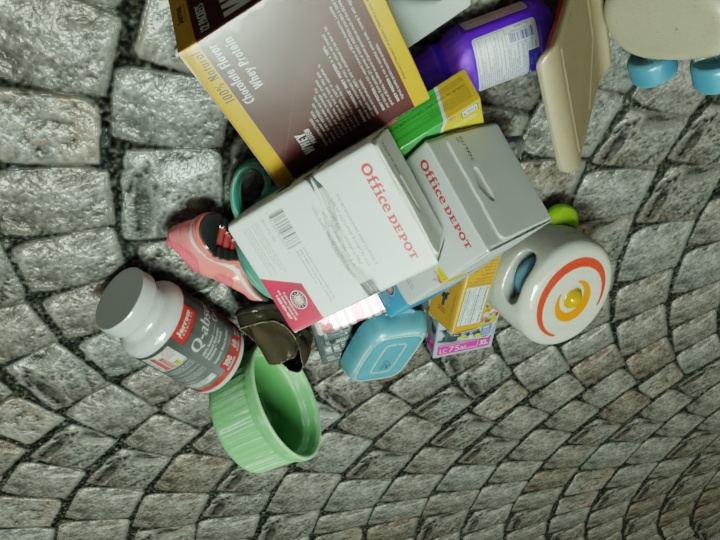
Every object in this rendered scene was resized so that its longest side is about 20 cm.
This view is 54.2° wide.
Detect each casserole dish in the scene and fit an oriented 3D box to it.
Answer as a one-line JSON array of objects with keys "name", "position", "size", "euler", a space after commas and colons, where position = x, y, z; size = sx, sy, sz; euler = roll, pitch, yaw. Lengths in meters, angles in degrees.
[{"name": "casserole dish", "position": [0.040, 0.128, 1.140], "size": [0.119, 0.039, 0.201], "euler": [-4, 148, -23]}]

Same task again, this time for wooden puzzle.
[{"name": "wooden puzzle", "position": [0.262, -0.255, 0.869], "size": [0.037, 0.202, 0.186], "euler": [9, 148, 32]}]

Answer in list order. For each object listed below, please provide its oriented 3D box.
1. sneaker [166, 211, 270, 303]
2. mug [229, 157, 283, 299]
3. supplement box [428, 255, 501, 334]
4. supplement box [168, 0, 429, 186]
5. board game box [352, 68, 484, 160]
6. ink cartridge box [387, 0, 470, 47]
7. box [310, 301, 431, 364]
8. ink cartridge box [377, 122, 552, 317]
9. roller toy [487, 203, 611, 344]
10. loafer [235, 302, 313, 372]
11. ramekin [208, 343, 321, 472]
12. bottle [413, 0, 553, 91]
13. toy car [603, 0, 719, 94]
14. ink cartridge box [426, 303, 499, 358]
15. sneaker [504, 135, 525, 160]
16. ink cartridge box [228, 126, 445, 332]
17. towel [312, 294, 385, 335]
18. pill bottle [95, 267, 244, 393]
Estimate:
[{"name": "sneaker", "position": [-0.192, -0.017, 0.987], "size": [0.085, 0.075, 0.200], "euler": [-5, 150, 26]}, {"name": "mug", "position": [-0.101, -0.043, 0.940], "size": [0.114, 0.187, 0.152], "euler": [-36, 159, 17]}, {"name": "supplement box", "position": [0.167, -0.005, 1.090], "size": [0.068, 0.067, 0.203], "euler": [-5, 122, -34]}, {"name": "supplement box", "position": [-0.065, -0.240, 0.758], "size": [0.198, 0.134, 0.198], "euler": [-29, 136, 8]}, {"name": "board game box", "position": [0.081, -0.163, 0.881], "size": [0.152, 0.041, 0.200], "euler": [-31, 171, 9]}, {"name": "ink cartridge box", "position": [0.086, -0.348, 0.728], "size": [0.172, 0.044, 0.200], "euler": [-32, 155, 7]}, {"name": "box", "position": [0.012, 0.061, 1.139], "size": [0.197, 0.051, 0.159], "euler": [-17, 136, -3]}, {"name": "ink cartridge box", "position": [0.104, -0.062, 0.894], "size": [0.145, 0.148, 0.200], "euler": [-22, 170, -41]}, {"name": "roller toy", "position": [0.298, 0.018, 1.115], "size": [0.181, 0.140, 0.202], "euler": [-32, 129, -11]}, {"name": "loafer", "position": [-0.124, 0.107, 1.081], "size": [0.072, 0.072, 0.200], "euler": [-14, 153, 19]}, {"name": "ramekin", "position": [-0.155, 0.223, 1.131], "size": [0.097, 0.202, 0.200], "euler": [-26, 137, 16]}, {"name": "bottle", "position": [0.137, -0.262, 0.864], "size": [0.197, 0.066, 0.084], "euler": [-21, 132, 0]}, {"name": "toy car", "position": [0.417, -0.353, 0.852], "size": [0.200, 0.176, 0.185], "euler": [-45, 127, -16]}, {"name": "ink cartridge box", "position": [0.184, 0.067, 1.222], "size": [0.117, 0.042, 0.202], "euler": [-10, 133, -13]}, {"name": "sneaker", "position": [0.164, -0.127, 1.005], "size": [0.115, 0.076, 0.199], "euler": [-34, 179, -41]}, {"name": "ink cartridge box", "position": [-0.023, -0.044, 0.783], "size": [0.198, 0.084, 0.147], "euler": [-26, 103, 23]}, {"name": "towel", "position": [0.000, 0.000, 1.049], "size": [0.197, 0.030, 0.148], "euler": [-20, 108, 0]}, {"name": "pill bottle", "position": [-0.270, 0.087, 1.006], "size": [0.115, 0.117, 0.200], "euler": [-34, 135, 14]}]
